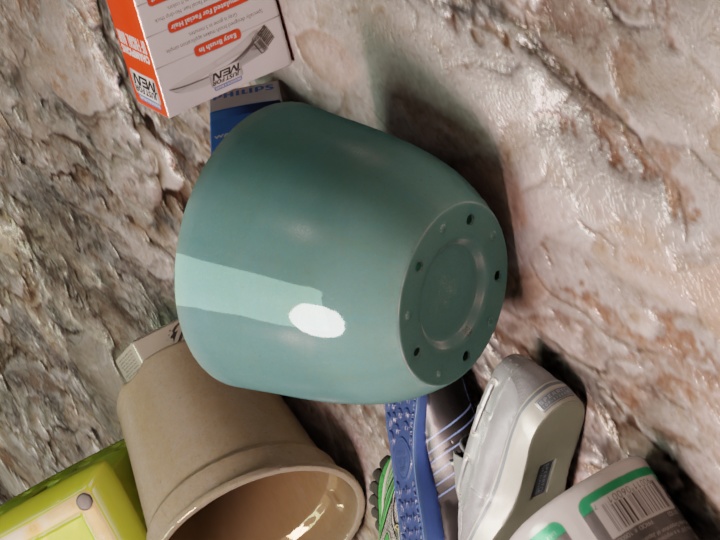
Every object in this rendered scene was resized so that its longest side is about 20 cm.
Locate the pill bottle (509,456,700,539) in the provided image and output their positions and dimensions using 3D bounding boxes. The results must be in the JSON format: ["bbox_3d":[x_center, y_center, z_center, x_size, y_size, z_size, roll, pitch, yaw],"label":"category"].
[{"bbox_3d":[0.189,0.230,1.525,0.201,0.113,0.113,57,157,17],"label":"pill bottle"}]

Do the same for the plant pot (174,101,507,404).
[{"bbox_3d":[0.000,0.000,1.596,0.160,0.200,0.202,16,131,36],"label":"plant pot"}]

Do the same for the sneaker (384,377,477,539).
[{"bbox_3d":[0.067,0.128,1.756,0.070,0.077,0.201,176,90,-69],"label":"sneaker"}]

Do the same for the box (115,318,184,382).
[{"bbox_3d":[-0.151,0.149,2.245,0.201,0.068,0.082,62,158,4],"label":"box"}]

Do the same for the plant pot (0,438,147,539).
[{"bbox_3d":[-0.242,0.276,2.152,0.200,0.199,0.181,62,-169,3],"label":"plant pot"}]

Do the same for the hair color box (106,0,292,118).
[{"bbox_3d":[-0.132,-0.227,1.741,0.064,0.110,0.201,28,138,56],"label":"hair color box"}]

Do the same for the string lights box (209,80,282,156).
[{"bbox_3d":[-0.073,-0.047,1.764,0.200,0.059,0.103,-98,-3,-58],"label":"string lights box"}]

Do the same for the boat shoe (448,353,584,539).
[{"bbox_3d":[0.100,0.137,1.667,0.072,0.070,0.201,48,141,31],"label":"boat shoe"}]

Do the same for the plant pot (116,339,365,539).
[{"bbox_3d":[-0.121,0.166,2.075,0.201,0.199,0.184,93,155,-50],"label":"plant pot"}]

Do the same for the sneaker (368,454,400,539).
[{"bbox_3d":[0.044,0.223,1.808,0.085,0.078,0.201,133,138,-63],"label":"sneaker"}]
